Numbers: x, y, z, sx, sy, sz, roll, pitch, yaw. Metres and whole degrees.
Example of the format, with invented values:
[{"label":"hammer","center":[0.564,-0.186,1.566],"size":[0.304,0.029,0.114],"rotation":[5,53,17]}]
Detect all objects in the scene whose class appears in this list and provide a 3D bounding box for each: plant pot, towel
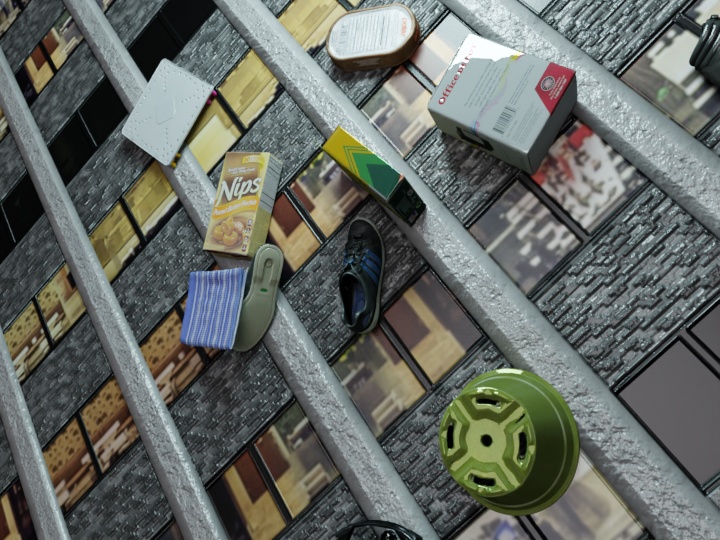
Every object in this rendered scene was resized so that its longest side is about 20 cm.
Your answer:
[{"label":"plant pot","center":[0.185,0.225,0.754],"size":[0.193,0.189,0.208],"rotation":[-7,73,22]},{"label":"towel","center":[-0.285,0.070,1.077],"size":[0.196,0.023,0.151],"rotation":[-4,75,47]}]

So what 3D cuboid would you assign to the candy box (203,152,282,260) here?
[{"label":"candy box","center":[-0.232,-0.127,1.122],"size":[0.112,0.055,0.208],"rotation":[6,79,27]}]

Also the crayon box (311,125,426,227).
[{"label":"crayon box","center":[0.015,-0.169,0.975],"size":[0.199,0.126,0.051],"rotation":[42,94,27]}]

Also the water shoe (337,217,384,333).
[{"label":"water shoe","center":[0.000,0.000,0.964],"size":[0.069,0.079,0.208],"rotation":[-9,73,22]}]

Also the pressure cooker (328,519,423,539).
[{"label":"pressure cooker","center":[0.022,0.456,0.782],"size":[0.169,0.179,0.208],"rotation":[2,73,-15]}]

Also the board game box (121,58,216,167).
[{"label":"board game box","center":[-0.440,-0.362,1.301],"size":[0.197,0.026,0.204],"rotation":[32,91,29]}]

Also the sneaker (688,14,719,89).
[{"label":"sneaker","center":[0.548,-0.355,0.799],"size":[0.099,0.070,0.203],"rotation":[39,99,23]}]

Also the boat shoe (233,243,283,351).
[{"label":"boat shoe","center":[-0.196,0.050,1.064],"size":[0.067,0.070,0.207],"rotation":[20,93,64]}]

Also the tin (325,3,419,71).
[{"label":"tin","center":[0.021,-0.450,1.098],"size":[0.193,0.042,0.117],"rotation":[2,81,26]}]

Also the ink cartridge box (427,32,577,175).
[{"label":"ink cartridge box","center":[0.229,-0.274,0.924],"size":[0.197,0.082,0.149],"rotation":[33,92,29]}]
